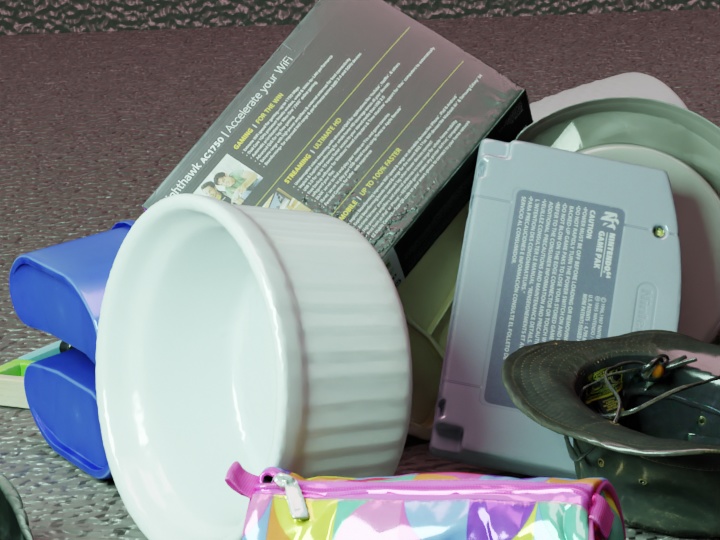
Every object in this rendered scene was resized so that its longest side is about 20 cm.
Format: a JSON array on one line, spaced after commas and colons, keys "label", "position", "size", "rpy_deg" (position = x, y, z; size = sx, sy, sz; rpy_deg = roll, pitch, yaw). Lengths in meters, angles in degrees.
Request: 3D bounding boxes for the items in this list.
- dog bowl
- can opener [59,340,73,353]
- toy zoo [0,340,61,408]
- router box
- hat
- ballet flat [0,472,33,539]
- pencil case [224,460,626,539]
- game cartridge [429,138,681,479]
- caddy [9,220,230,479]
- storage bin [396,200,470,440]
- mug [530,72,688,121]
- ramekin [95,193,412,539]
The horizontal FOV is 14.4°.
[{"label": "dog bowl", "position": [0.157, -0.004, 1.741], "size": [0.200, 0.201, 0.059], "rpy_deg": [-4, -6, -3]}, {"label": "can opener", "position": [-0.108, 0.014, 1.921], "size": [0.200, 0.064, 0.079], "rpy_deg": [-21, 19, -26]}, {"label": "toy zoo", "position": [-0.152, 0.062, 1.955], "size": [0.131, 0.021, 0.200], "rpy_deg": [5, 15, 30]}, {"label": "router box", "position": [-0.013, -0.065, 1.741], "size": [0.149, 0.200, 0.051], "rpy_deg": [34, -15, 22]}, {"label": "hat", "position": [0.172, 0.099, 1.564], "size": [0.200, 0.081, 0.201], "rpy_deg": [5, 17, -1]}, {"label": "ballet flat", "position": [-0.197, 0.149, 1.490], "size": [0.066, 0.057, 0.200], "rpy_deg": [-7, 13, -16]}, {"label": "pencil case", "position": [0.032, 0.140, 1.423], "size": [0.199, 0.089, 0.088], "rpy_deg": [1, 13, 14]}, {"label": "game cartridge", "position": [0.120, 0.027, 1.667], "size": [0.133, 0.200, 0.041], "rpy_deg": [10, -22, 2]}, {"label": "caddy", "position": [-0.137, 0.048, 1.747], "size": [0.105, 0.142, 0.200], "rpy_deg": [-14, 16, -23]}, {"label": "storage bin", "position": [0.000, 0.000, 1.838], "size": [0.200, 0.094, 0.199], "rpy_deg": [12, 64, 49]}, {"label": "mug", "position": [0.142, -0.049, 2.164], "size": [0.175, 0.148, 0.200], "rpy_deg": [-19, -11, -30]}, {"label": "ramekin", "position": [-0.057, 0.058, 1.569], "size": [0.098, 0.201, 0.200], "rpy_deg": [-2, 10, -34]}]
